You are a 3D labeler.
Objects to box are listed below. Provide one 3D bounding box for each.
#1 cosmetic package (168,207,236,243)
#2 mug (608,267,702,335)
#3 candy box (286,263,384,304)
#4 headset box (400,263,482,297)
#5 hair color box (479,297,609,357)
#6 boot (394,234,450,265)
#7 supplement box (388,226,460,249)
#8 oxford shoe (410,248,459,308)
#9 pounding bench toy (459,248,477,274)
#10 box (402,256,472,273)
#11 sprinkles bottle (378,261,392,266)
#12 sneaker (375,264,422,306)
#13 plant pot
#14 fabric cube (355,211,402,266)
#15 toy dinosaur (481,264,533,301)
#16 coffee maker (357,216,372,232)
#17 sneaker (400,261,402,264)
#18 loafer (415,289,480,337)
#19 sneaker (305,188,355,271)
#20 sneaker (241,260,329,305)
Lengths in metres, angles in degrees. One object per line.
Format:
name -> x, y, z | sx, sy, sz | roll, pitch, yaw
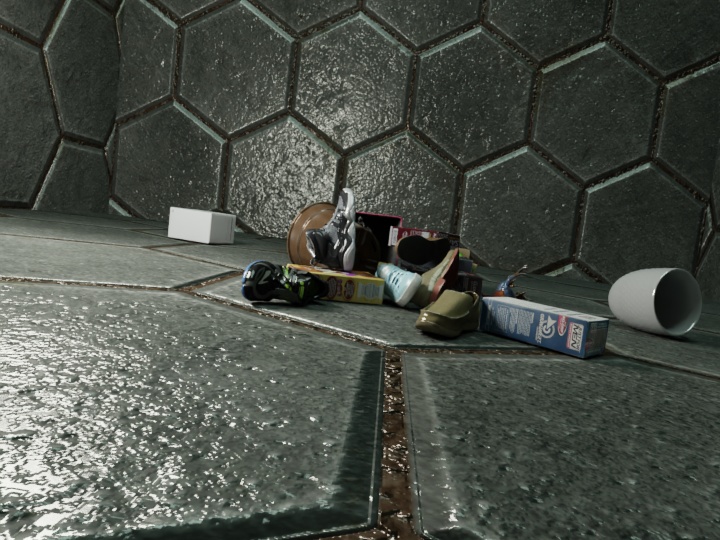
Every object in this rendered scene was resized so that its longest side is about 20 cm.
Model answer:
cosmetic package -> -0.648, -0.183, 2.209 | 0.192, 0.128, 0.199 | 9, 4, 16
mug -> 0.710, 0.088, 1.296 | 0.198, 0.150, 0.175 | 38, -10, -13
candy box -> -0.057, 0.028, 1.147 | 0.192, 0.059, 0.116 | 5, 6, -19
headset box -> 0.200, 0.037, 1.321 | 0.192, 0.078, 0.149 | 7, 5, -9
hair color box -> 0.317, 0.095, 0.940 | 0.098, 0.063, 0.196 | 2, 7, -45
boot -> 0.147, -0.056, 1.398 | 0.196, 0.077, 0.074 | -3, 8, -44
supplement box -> 0.186, -0.088, 1.592 | 0.106, 0.063, 0.197 | 5, 5, -41
oxford shoe -> 0.170, 0.010, 1.194 | 0.072, 0.073, 0.201 | 9, 35, 25
pounding bench toy -> 0.310, -0.011, 1.757 | 0.192, 0.130, 0.156 | 7, 5, -6
box -> 0.215, 0.005, 1.544 | 0.192, 0.109, 0.182 | 7, 6, 6
sprinkles bottle -> 0.000, 0.000, 1.484 | 0.194, 0.071, 0.068 | 11, 6, 30
sneaker -> 0.070, 0.025, 1.157 | 0.081, 0.075, 0.200 | 34, -10, -8
plant pot -> -0.059, -0.053, 1.338 | 0.194, 0.208, 0.197 | 4, 12, -32
fabric cube -> 0.032, -0.104, 1.951 | 0.192, 0.205, 0.199 | 6, 5, -9
toy dinosaur -> 0.376, 0.078, 1.373 | 0.198, 0.107, 0.179 | -37, -10, 37
coffee maker -> -0.062, -0.083, 1.734 | 0.193, 0.138, 0.194 | 4, 31, -28
sneaker -> 0.202, -0.021, 2.170 | 0.079, 0.080, 0.200 | -19, 2, 5
loafer -> 0.153, 0.070, 0.925 | 0.074, 0.070, 0.198 | 10, 5, 29
sneaker -> -0.066, -0.096, 1.184 | 0.109, 0.207, 0.076 | 1, -29, -2
sneaker -> -0.133, 0.023, 0.979 | 0.081, 0.074, 0.196 | 3, -2, 41
